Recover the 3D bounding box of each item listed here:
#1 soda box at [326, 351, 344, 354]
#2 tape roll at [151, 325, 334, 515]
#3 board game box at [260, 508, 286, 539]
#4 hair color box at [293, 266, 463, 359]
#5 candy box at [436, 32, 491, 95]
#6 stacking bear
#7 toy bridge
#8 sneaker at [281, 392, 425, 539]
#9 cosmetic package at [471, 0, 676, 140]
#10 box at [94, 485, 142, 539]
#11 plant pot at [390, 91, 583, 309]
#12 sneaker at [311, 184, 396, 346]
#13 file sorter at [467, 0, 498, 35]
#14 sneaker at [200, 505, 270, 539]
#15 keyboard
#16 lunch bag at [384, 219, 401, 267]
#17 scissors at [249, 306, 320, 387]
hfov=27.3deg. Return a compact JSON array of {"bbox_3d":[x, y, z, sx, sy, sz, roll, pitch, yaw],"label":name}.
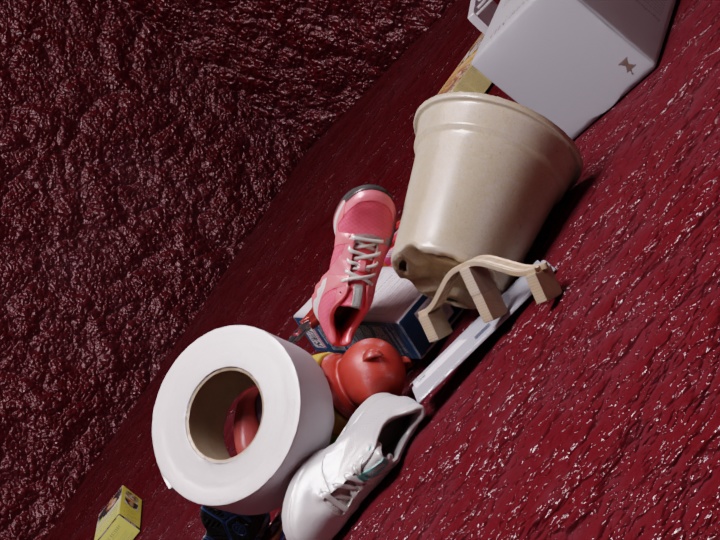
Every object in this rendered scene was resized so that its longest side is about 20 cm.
[{"bbox_3d":[-0.049,0.158,1.896,0.200,0.068,0.064,-38,15,52],"label":"soda box"},{"bbox_3d":[-0.130,0.165,1.620,0.202,0.071,0.203,-11,68,29],"label":"tape roll"},{"bbox_3d":[-0.046,0.246,1.718,0.200,0.019,0.103,-54,9,-17],"label":"board game box"},{"bbox_3d":[0.022,0.048,1.777,0.200,0.061,0.100,2,41,51],"label":"hair color box"},{"bbox_3d":[0.210,-0.357,2.622,0.200,0.055,0.115,-55,11,-20],"label":"candy box"},{"bbox_3d":[-0.034,0.144,1.671,0.200,0.121,0.114,-31,55,30],"label":"stacking bear"},{"bbox_3d":[0.127,0.020,1.532,0.027,0.067,0.200,-25,0,-39],"label":"toy bridge"},{"bbox_3d":[-0.005,0.208,1.542,0.200,0.075,0.088,-54,22,-20],"label":"sneaker"},{"bbox_3d":[0.270,-0.305,1.844,0.167,0.166,0.200,-43,14,40],"label":"cosmetic package"},{"bbox_3d":[-0.429,0.447,2.628,0.075,0.050,0.200,-51,11,0],"label":"box"},{"bbox_3d":[0.126,-0.065,1.646,0.200,0.200,0.184,-32,33,62],"label":"plant pot"},{"bbox_3d":[0.000,0.000,1.652,0.087,0.074,0.200,-102,24,-55],"label":"sneaker"},{"bbox_3d":[0.266,-0.422,2.373,0.125,0.139,0.200,-44,12,21],"label":"file sorter"},{"bbox_3d":[-0.144,0.290,1.753,0.077,0.076,0.200,-50,-9,-42],"label":"sneaker"},{"bbox_3d":[0.129,0.064,1.567,0.200,0.011,0.056,-45,16,5],"label":"keyboard"},{"bbox_3d":[0.044,-0.009,1.959,0.200,0.082,0.176,-38,4,-11],"label":"lunch bag"},{"bbox_3d":[-0.069,0.068,1.765,0.200,0.014,0.073,-41,28,-15],"label":"scissors"}]
